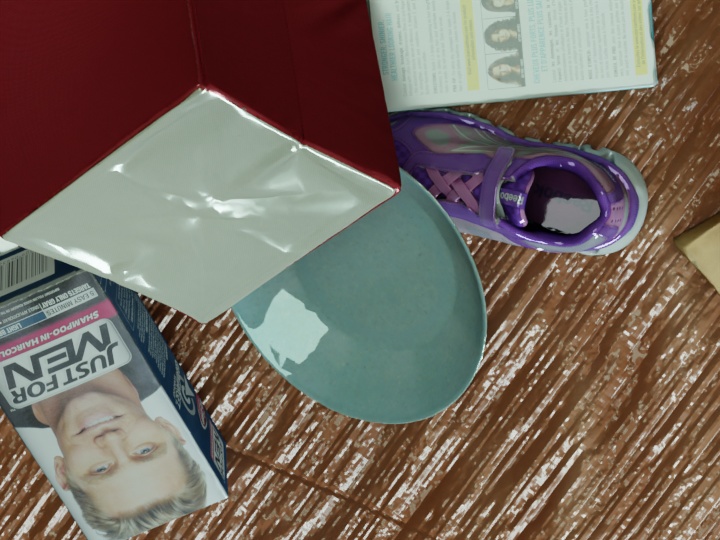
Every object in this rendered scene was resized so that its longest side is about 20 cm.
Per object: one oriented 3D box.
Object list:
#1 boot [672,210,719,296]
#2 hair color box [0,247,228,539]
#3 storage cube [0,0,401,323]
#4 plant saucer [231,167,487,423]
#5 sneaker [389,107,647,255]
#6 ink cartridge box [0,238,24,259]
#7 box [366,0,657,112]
[{"bbox_3d":[0.282,-0.072,1.496,0.200,0.069,0.189,-36,101,17],"label":"boot"},{"bbox_3d":[-0.168,0.075,1.509,0.100,0.061,0.201,-23,123,9],"label":"hair color box"},{"bbox_3d":[-0.102,-0.106,1.404,0.200,0.171,0.181,-32,51,30],"label":"storage cube"},{"bbox_3d":[0.000,0.000,1.505,0.200,0.039,0.202,17,126,26],"label":"plant saucer"},{"bbox_3d":[0.080,-0.053,1.493,0.199,0.088,0.081,9,101,7],"label":"sneaker"},{"bbox_3d":[-0.293,-0.048,1.534,0.199,0.084,0.146,-18,96,7],"label":"ink cartridge box"},{"bbox_3d":[0.084,-0.147,1.499,0.199,0.049,0.083,-5,97,6],"label":"box"}]
